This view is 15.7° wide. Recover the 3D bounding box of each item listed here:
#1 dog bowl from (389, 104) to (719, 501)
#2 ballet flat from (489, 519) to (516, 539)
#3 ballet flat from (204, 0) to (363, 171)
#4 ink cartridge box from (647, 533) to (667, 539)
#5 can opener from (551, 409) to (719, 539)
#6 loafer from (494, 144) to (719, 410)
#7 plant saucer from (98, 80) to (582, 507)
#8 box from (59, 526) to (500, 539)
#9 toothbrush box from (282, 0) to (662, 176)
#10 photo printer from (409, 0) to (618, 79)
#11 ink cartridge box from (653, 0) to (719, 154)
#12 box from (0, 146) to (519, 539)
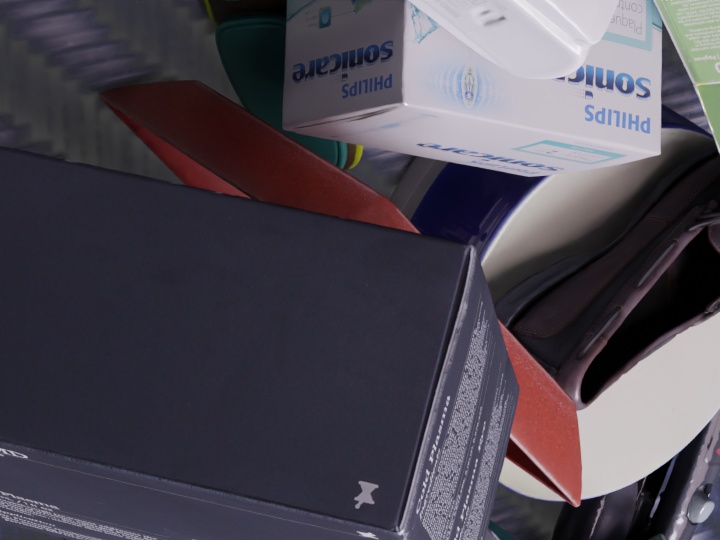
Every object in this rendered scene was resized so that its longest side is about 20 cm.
[{"bbox_3d":[0.104,0.009,1.280,0.199,0.079,0.201,-16,121,-28],"label":"dog bowl"},{"bbox_3d":[0.036,0.137,1.274,0.200,0.069,0.069,44,84,-10],"label":"ballet flat"},{"bbox_3d":[-0.040,-0.128,1.126,0.067,0.067,0.200,-57,133,-27],"label":"ballet flat"},{"bbox_3d":[0.103,0.248,1.354,0.199,0.088,0.146,-28,127,4],"label":"ink cartridge box"},{"bbox_3d":[0.169,0.089,1.373,0.201,0.063,0.079,-63,153,4],"label":"can opener"},{"bbox_3d":[0.146,0.006,1.206,0.200,0.063,0.072,-33,128,-24],"label":"loafer"},{"bbox_3d":[0.000,0.000,1.123,0.037,0.199,0.200,-48,130,-7],"label":"plant saucer"},{"bbox_3d":[-0.056,0.095,1.130,0.132,0.200,0.115,-47,131,-7],"label":"box"},{"bbox_3d":[0.050,-0.150,1.108,0.146,0.085,0.201,9,80,-38],"label":"toothbrush box"},{"bbox_3d":[0.056,-0.201,1.020,0.166,0.069,0.201,35,65,-27],"label":"photo printer"},{"bbox_3d":[0.180,-0.130,1.158,0.200,0.048,0.146,59,40,-35],"label":"ink cartridge box"},{"bbox_3d":[-0.054,0.045,0.948,0.182,0.199,0.105,65,38,-72],"label":"box"}]
